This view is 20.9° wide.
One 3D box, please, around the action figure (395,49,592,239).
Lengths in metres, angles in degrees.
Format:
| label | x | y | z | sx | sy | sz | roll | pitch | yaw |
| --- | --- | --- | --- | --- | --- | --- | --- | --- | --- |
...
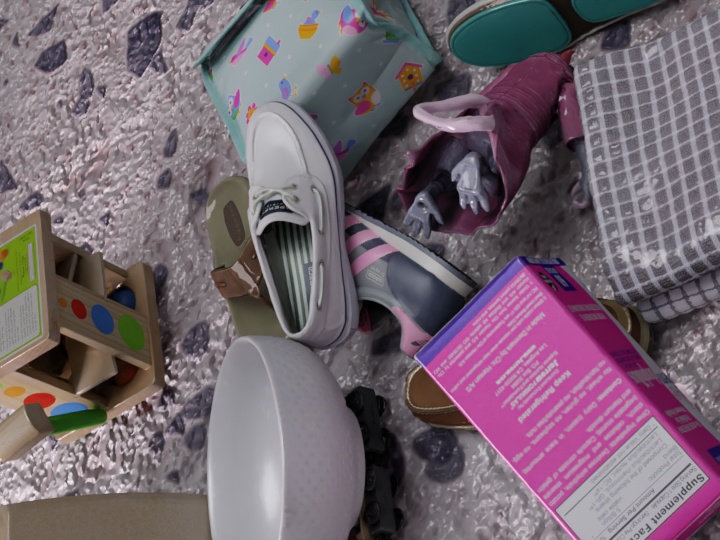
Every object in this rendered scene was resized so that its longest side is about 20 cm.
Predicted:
| label | x | y | z | sx | sy | sz | roll | pitch | yaw |
| --- | --- | --- | --- | --- | --- | --- | --- | --- | --- |
| action figure | 0.102 | -0.113 | 1.429 | 0.133 | 0.150 | 0.200 | 16 | 49 | 36 |

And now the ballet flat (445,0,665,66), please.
| label | x | y | z | sx | sy | sz | roll | pitch | yaw |
| --- | --- | --- | --- | --- | --- | --- | --- | --- | --- |
| ballet flat | 0.158 | -0.211 | 1.493 | 0.199 | 0.069 | 0.070 | -19 | 59 | 30 |

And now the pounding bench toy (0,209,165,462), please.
| label | x | y | z | sx | sy | sz | roll | pitch | yaw |
| --- | --- | --- | --- | --- | --- | --- | --- | --- | --- |
| pounding bench toy | -0.250 | 0.085 | 1.644 | 0.124 | 0.156 | 0.201 | -29 | 53 | 27 |

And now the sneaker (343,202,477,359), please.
| label | x | y | z | sx | sy | sz | roll | pitch | yaw |
| --- | --- | --- | --- | --- | --- | --- | --- | --- | --- |
| sneaker | 0.000 | 0.000 | 1.521 | 0.200 | 0.070 | 0.082 | 30 | 90 | 47 |

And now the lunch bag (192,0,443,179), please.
| label | x | y | z | sx | sy | sz | roll | pitch | yaw |
| --- | --- | --- | --- | --- | --- | --- | --- | --- | --- |
| lunch bag | -0.046 | -0.188 | 1.616 | 0.171 | 0.121 | 0.201 | -49 | 42 | 20 |

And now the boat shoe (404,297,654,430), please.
| label | x | y | z | sx | sy | sz | roll | pitch | yaw |
| --- | --- | --- | --- | --- | --- | --- | --- | --- | --- |
| boat shoe | 0.110 | 0.058 | 1.392 | 0.199 | 0.074 | 0.076 | -21 | 57 | 33 |

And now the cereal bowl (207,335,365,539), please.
| label | x | y | z | sx | sy | sz | roll | pitch | yaw |
| --- | --- | --- | --- | --- | --- | --- | --- | --- | --- |
| cereal bowl | -0.050 | 0.149 | 1.449 | 0.200 | 0.083 | 0.202 | -177 | 90 | -70 |

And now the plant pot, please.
| label | x | y | z | sx | sy | sz | roll | pitch | yaw |
| --- | --- | --- | --- | --- | --- | --- | --- | --- | --- |
| plant pot | -0.233 | 0.279 | 1.500 | 0.200 | 0.176 | 0.201 | -33 | 50 | 40 |

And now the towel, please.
| label | x | y | z | sx | sy | sz | roll | pitch | yaw |
| --- | --- | --- | --- | --- | --- | --- | --- | --- | --- |
| towel | 0.236 | -0.083 | 1.339 | 0.165 | 0.085 | 0.202 | -26 | 55 | 30 |

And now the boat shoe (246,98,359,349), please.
| label | x | y | z | sx | sy | sz | roll | pitch | yaw |
| --- | --- | --- | --- | --- | --- | --- | --- | --- | --- |
| boat shoe | -0.049 | -0.040 | 1.481 | 0.073 | 0.067 | 0.202 | -25 | 74 | 24 |

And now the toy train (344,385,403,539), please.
| label | x | y | z | sx | sy | sz | roll | pitch | yaw |
| --- | --- | --- | --- | --- | --- | --- | --- | --- | --- |
| toy train | 0.008 | 0.180 | 1.454 | 0.046 | 0.034 | 0.201 | -38 | 48 | 37 |

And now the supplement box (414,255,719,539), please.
| label | x | y | z | sx | sy | sz | roll | pitch | yaw |
| --- | --- | --- | --- | --- | --- | --- | --- | --- | --- |
| supplement box | 0.147 | 0.096 | 1.269 | 0.103 | 0.101 | 0.200 | -44 | 75 | 15 |

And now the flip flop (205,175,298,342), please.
| label | x | y | z | sx | sy | sz | roll | pitch | yaw |
| --- | --- | --- | --- | --- | --- | --- | --- | --- | --- |
| flip flop | -0.095 | -0.006 | 1.617 | 0.081 | 0.057 | 0.201 | -40 | 49 | 21 |
